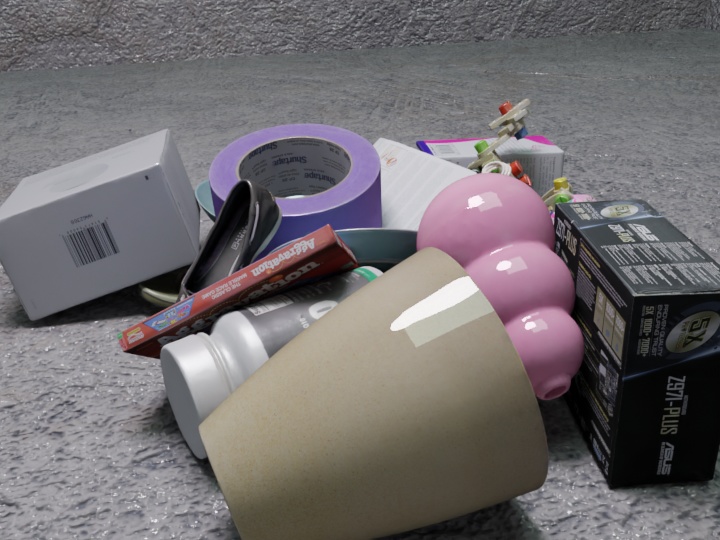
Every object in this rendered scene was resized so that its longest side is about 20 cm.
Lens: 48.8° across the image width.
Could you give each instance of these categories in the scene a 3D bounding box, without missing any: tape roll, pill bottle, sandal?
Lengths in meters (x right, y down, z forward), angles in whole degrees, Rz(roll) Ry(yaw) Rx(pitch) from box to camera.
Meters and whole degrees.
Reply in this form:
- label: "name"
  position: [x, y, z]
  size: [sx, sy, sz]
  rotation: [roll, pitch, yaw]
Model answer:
- label: "tape roll"
  position: [-0.073, -0.086, 0.922]
  size: [0.197, 0.086, 0.201]
  rotation: [-2, 38, 2]
- label: "pill bottle"
  position: [-0.059, 0.077, 0.674]
  size: [0.198, 0.115, 0.113]
  rotation: [-19, 29, -27]
- label: "sandal"
  position: [-0.161, 0.000, 0.927]
  size: [0.198, 0.058, 0.080]
  rotation: [-11, 25, -21]

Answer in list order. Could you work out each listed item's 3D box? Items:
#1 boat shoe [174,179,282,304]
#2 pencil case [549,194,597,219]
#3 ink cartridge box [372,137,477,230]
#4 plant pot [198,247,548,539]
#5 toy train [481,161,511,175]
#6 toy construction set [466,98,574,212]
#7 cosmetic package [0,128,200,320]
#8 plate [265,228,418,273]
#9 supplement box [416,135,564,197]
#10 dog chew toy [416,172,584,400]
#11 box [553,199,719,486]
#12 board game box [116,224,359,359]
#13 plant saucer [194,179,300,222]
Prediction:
- label: "boat shoe"
  position: [-0.144, 0.002, 0.777]
  size: [0.066, 0.057, 0.202]
  rotation: [17, 73, 28]
- label: "pencil case"
  position: [0.277, -0.022, 0.926]
  size: [0.086, 0.089, 0.201]
  rotation: [-1, 25, 0]
- label: "ink cartridge box"
  position: [0.041, -0.076, 0.993]
  size: [0.160, 0.047, 0.199]
  rotation: [-48, 40, -9]
- label: "plant pot"
  position: [-0.004, 0.109, 0.554]
  size: [0.198, 0.189, 0.187]
  rotation: [-23, 29, -14]
- label: "toy train"
  position: [0.162, -0.040, 0.959]
  size: [0.149, 0.056, 0.201]
  rotation: [-23, 44, 5]
- label: "toy construction set"
  position: [0.218, -0.125, 1.060]
  size: [0.130, 0.202, 0.092]
  rotation: [-30, -4, 29]
- label: "cosmetic package"
  position: [-0.301, -0.062, 0.935]
  size: [0.197, 0.124, 0.200]
  rotation: [-19, 24, -3]
- label: "plate"
  position: [0.000, 0.000, 0.810]
  size: [0.197, 0.026, 0.200]
  rotation: [-4, -16, -1]
- label: "supplement box"
  position: [0.187, -0.136, 1.166]
  size: [0.197, 0.105, 0.101]
  rotation: [-4, 23, -4]
- label: "dog chew toy"
  position: [0.125, 0.015, 0.675]
  size: [0.123, 0.125, 0.202]
  rotation: [-9, 57, -18]
- label: "box"
  position: [0.224, 0.050, 0.664]
  size: [0.085, 0.166, 0.200]
  rotation: [-2, 23, -2]
- label: "board game box"
  position: [-0.101, 0.025, 0.690]
  size: [0.198, 0.020, 0.103]
  rotation: [-27, -16, 5]
- label: "plant saucer"
  position: [-0.127, -0.068, 1.065]
  size: [0.198, 0.039, 0.202]
  rotation: [16, 22, -6]
